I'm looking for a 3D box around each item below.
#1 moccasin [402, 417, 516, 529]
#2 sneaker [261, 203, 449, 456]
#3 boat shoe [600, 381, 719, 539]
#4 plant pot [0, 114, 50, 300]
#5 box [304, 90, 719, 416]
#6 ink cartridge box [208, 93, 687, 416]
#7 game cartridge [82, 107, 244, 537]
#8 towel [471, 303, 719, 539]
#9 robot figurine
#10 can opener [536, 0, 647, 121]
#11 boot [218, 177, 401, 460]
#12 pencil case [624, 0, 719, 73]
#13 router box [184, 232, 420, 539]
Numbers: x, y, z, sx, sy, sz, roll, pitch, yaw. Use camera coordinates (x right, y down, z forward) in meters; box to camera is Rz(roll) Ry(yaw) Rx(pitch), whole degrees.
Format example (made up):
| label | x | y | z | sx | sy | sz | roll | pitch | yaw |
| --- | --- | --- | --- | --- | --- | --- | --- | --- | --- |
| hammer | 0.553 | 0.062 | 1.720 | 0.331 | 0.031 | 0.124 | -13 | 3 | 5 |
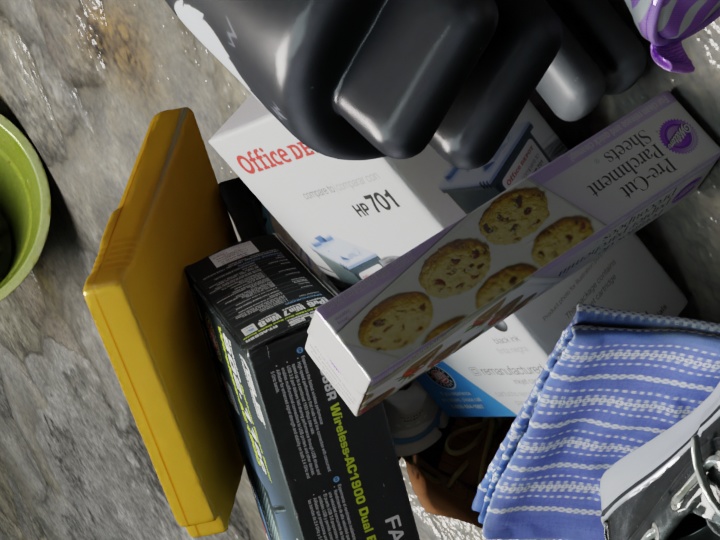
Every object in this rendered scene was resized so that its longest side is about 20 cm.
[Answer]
| label | x | y | z | sx | sy | sz | roll | pitch | yaw |
| --- | --- | --- | --- | --- | --- | --- | --- | --- | --- |
| moccasin | 0.077 | 0.103 | 0.978 | 0.078 | 0.073 | 0.201 | 56 | 165 | -10 |
| sneaker | 0.000 | 0.000 | 0.957 | 0.087 | 0.075 | 0.201 | 87 | 159 | -70 |
| boat shoe | 0.164 | 0.085 | 0.709 | 0.199 | 0.073 | 0.068 | -43 | 35 | 45 |
| plant pot | -0.380 | -0.039 | 1.555 | 0.201 | 0.199 | 0.190 | 58 | 167 | 4 |
| box | 0.066 | -0.010 | 0.722 | 0.042 | 0.199 | 0.039 | 52 | 156 | 16 |
| ink cartridge box | 0.040 | -0.027 | 0.835 | 0.200 | 0.086 | 0.146 | 48 | 157 | -15 |
| game cartridge | -0.101 | 0.028 | 0.981 | 0.200 | 0.032 | 0.177 | -78 | -25 | -58 |
| towel | 0.139 | 0.083 | 0.782 | 0.200 | 0.144 | 0.024 | 106 | 170 | -56 |
| robot figurine | -0.012 | -0.123 | 0.678 | 0.200 | 0.125 | 0.151 | 46 | 168 | 33 |
| can opener | 0.056 | -0.162 | 0.753 | 0.201 | 0.053 | 0.067 | 54 | 154 | 11 |
| boot | -0.033 | 0.034 | 1.095 | 0.165 | 0.065 | 0.201 | 152 | 95 | -85 |
| pencil case | 0.078 | -0.173 | 0.664 | 0.200 | 0.084 | 0.086 | 49 | 118 | 25 |
| router box | -0.026 | 0.096 | 0.917 | 0.150 | 0.062 | 0.201 | -140 | 32 | -66 |
